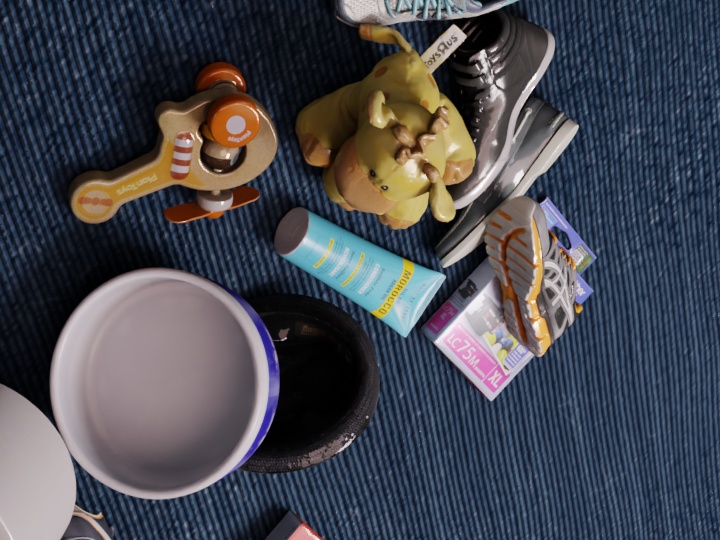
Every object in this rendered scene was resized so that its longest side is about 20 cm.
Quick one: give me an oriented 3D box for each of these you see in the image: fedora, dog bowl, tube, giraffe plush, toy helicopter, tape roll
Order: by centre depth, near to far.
[{"bbox_3d":[-0.359,0.209,1.114,0.199,0.139,0.206,3,111,7],"label":"tape roll"},{"bbox_3d":[0.033,-0.110,1.169,0.171,0.163,0.201,24,118,-11],"label":"giraffe plush"},{"bbox_3d":[-0.174,0.101,1.182,0.197,0.079,0.204,-1,87,9],"label":"dog bowl"},{"bbox_3d":[-0.168,-0.090,1.185,0.198,0.079,0.133,-23,129,-4],"label":"toy helicopter"},{"bbox_3d":[-0.078,0.121,1.280,0.199,0.201,0.092,-32,156,-11],"label":"fedora"},{"bbox_3d":[0.000,0.000,1.316,0.199,0.050,0.078,29,104,-38],"label":"tube"}]

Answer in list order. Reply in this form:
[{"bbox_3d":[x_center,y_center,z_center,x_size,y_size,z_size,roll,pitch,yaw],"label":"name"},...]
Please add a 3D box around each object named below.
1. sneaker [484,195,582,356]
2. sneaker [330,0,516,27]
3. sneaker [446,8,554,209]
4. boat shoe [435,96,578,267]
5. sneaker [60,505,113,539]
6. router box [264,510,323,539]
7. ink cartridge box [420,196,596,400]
[{"bbox_3d":[0.182,-0.004,1.337,0.077,0.078,0.202,-32,138,-17],"label":"sneaker"},{"bbox_3d":[0.068,-0.267,1.205,0.197,0.086,0.079,-16,117,-20],"label":"sneaker"},{"bbox_3d":[0.109,-0.165,1.273,0.099,0.070,0.202,25,92,-43],"label":"sneaker"},{"bbox_3d":[0.138,-0.091,1.346,0.062,0.073,0.200,43,98,9],"label":"boat shoe"},{"bbox_3d":[-0.270,0.290,1.289,0.077,0.080,0.201,-21,144,-12],"label":"sneaker"},{"bbox_3d":[-0.074,0.394,1.407,0.179,0.049,0.200,44,82,-20],"label":"router box"},{"bbox_3d":[0.171,0.032,1.417,0.200,0.042,0.119,-48,124,-3],"label":"ink cartridge box"}]
